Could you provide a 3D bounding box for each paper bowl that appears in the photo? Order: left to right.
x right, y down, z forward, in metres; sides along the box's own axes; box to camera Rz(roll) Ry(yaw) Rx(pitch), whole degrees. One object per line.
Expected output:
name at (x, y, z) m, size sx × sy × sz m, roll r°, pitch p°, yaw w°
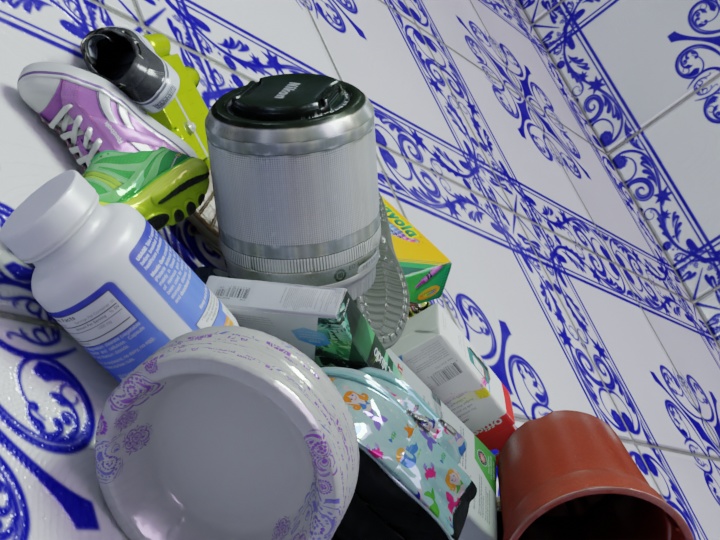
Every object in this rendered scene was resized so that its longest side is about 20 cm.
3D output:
paper bowl at (-0.099, 0.141, 0.926) m, size 0.201 × 0.201 × 0.104 m, roll 51°, pitch 24°, yaw -6°

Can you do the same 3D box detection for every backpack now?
backpack at (-0.011, 0.177, 1.059) m, size 0.200 × 0.177 × 0.151 m, roll 41°, pitch 43°, yaw -21°

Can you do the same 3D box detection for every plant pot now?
plant pot at (0.233, 0.261, 1.263) m, size 0.201 × 0.201 × 0.195 m, roll 45°, pitch 15°, yaw -20°

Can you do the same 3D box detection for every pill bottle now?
pill bottle at (-0.203, 0.015, 0.989) m, size 0.200 × 0.112 × 0.112 m, roll 51°, pitch 22°, yaw -25°

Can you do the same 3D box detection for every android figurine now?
android figurine at (-0.204, -0.181, 1.325) m, size 0.182 × 0.041 × 0.200 m, roll 63°, pitch 12°, yaw -8°

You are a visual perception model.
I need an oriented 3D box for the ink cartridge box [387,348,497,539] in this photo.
ink cartridge box at (0.057, 0.203, 1.279) m, size 0.200 × 0.083 × 0.147 m, roll 47°, pitch 25°, yaw -19°

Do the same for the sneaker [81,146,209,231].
sneaker at (-0.233, -0.061, 1.081) m, size 0.084 × 0.074 × 0.200 m, roll 33°, pitch 42°, yaw 32°

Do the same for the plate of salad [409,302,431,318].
plate of salad at (0.084, 0.081, 1.543) m, size 0.200 × 0.048 × 0.200 m, roll 42°, pitch 26°, yaw -25°

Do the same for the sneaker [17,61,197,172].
sneaker at (-0.256, -0.117, 1.152) m, size 0.200 × 0.073 × 0.114 m, roll 32°, pitch 49°, yaw -19°

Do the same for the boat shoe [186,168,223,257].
boat shoe at (-0.137, -0.039, 1.293) m, size 0.200 × 0.063 × 0.073 m, roll 41°, pitch 52°, yaw -22°

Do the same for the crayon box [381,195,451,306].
crayon box at (-0.002, -0.033, 1.392) m, size 0.119 × 0.058 × 0.200 m, roll -16°, pitch 46°, yaw -36°

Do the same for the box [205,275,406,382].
box at (-0.048, 0.075, 1.118) m, size 0.200 × 0.144 × 0.036 m, roll 56°, pitch 45°, yaw -52°

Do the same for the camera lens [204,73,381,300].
camera lens at (-0.062, -0.079, 1.135) m, size 0.160 × 0.160 × 0.200 m, roll -72°, pitch 160°, yaw -62°

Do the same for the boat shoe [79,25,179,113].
boat shoe at (-0.257, -0.222, 1.224) m, size 0.066 × 0.070 × 0.200 m, roll 35°, pitch 6°, yaw -41°

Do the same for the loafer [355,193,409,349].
loafer at (0.000, 0.000, 1.269) m, size 0.075 × 0.070 × 0.200 m, roll 14°, pitch 56°, yaw -34°

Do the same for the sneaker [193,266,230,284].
sneaker at (-0.091, 0.034, 1.235) m, size 0.200 × 0.082 × 0.070 m, roll 29°, pitch 37°, yaw -43°

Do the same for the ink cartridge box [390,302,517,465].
ink cartridge box at (0.099, 0.149, 1.375) m, size 0.200 × 0.116 × 0.067 m, roll 51°, pitch 19°, yaw -25°

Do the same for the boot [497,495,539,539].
boot at (0.208, 0.364, 1.347) m, size 0.204 × 0.073 × 0.154 m, roll 45°, pitch 27°, yaw -7°
